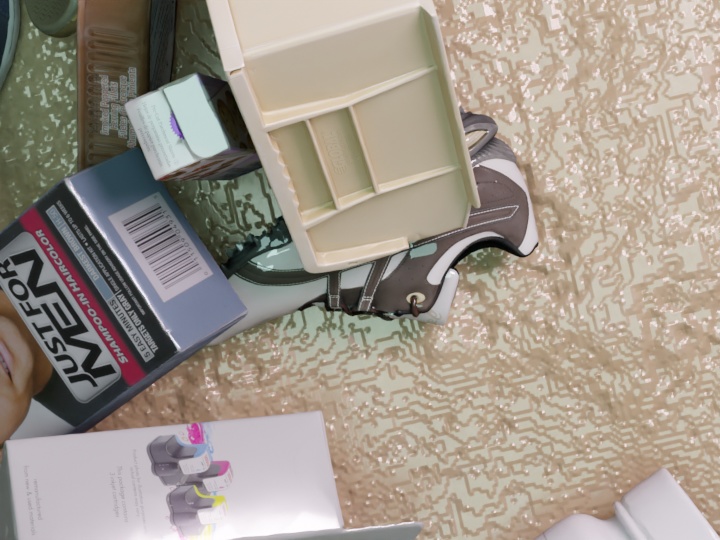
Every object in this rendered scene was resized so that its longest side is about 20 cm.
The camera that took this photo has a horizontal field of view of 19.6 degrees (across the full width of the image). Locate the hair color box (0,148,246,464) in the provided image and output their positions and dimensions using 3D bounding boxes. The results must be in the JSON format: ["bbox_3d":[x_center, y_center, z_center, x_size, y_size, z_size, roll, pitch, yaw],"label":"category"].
[{"bbox_3d":[-0.160,0.034,1.053,0.200,0.061,0.099,-35,87,38],"label":"hair color box"}]

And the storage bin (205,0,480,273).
[{"bbox_3d":[-0.021,-0.133,0.990,0.094,0.199,0.200,-17,61,1],"label":"storage bin"}]

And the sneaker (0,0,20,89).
[{"bbox_3d":[-0.231,-0.104,1.066,0.077,0.146,0.202,6,90,5],"label":"sneaker"}]

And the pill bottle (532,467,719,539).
[{"bbox_3d":[0.104,0.197,1.067,0.200,0.113,0.113,-37,89,4],"label":"pill bottle"}]

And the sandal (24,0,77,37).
[{"bbox_3d":[-0.176,-0.218,1.088,0.054,0.080,0.200,-5,85,-34],"label":"sandal"}]

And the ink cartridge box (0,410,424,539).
[{"bbox_3d":[-0.080,0.127,1.055,0.200,0.115,0.068,-4,65,-16],"label":"ink cartridge box"}]

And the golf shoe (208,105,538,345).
[{"bbox_3d":[0.000,0.000,1.089,0.200,0.078,0.095,-31,90,4],"label":"golf shoe"}]

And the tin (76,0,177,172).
[{"bbox_3d":[-0.115,-0.121,1.041,0.042,0.200,0.112,11,52,1],"label":"tin"}]

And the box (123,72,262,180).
[{"bbox_3d":[-0.072,-0.068,1.029,0.039,0.200,0.041,-22,89,6],"label":"box"}]
